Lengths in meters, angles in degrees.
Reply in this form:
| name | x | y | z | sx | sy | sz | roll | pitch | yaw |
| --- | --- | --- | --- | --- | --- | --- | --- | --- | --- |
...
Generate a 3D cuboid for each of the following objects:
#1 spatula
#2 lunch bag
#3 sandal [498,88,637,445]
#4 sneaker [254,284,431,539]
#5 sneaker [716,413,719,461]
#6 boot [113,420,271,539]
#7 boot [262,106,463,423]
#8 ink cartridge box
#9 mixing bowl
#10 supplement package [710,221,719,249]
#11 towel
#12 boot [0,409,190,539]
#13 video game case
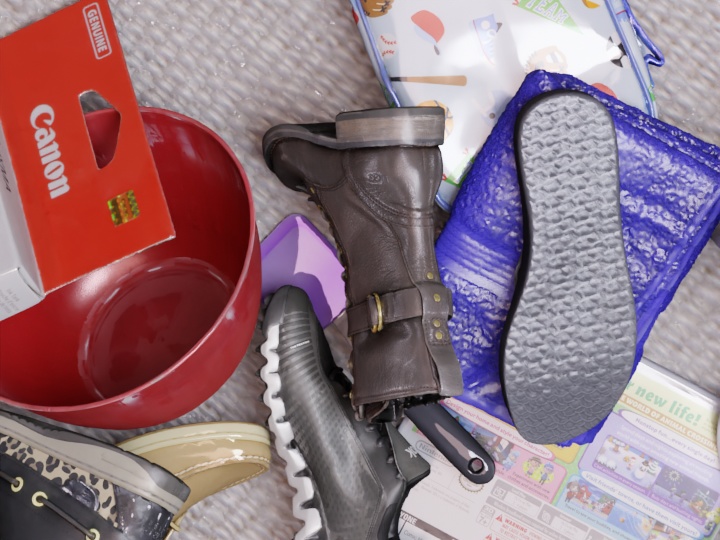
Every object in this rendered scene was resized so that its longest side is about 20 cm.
| name | x | y | z | sx | sy | sz | roll | pitch | yaw |
| --- | --- | --- | --- | --- | --- | --- | --- | --- | --- |
| spatula | 0.009 | 0.054 | 1.704 | 0.057 | 0.021 | 0.200 | -45 | 75 | 7 |
| lunch bag | 0.087 | -0.133 | 1.671 | 0.160 | 0.076 | 0.201 | -22 | 92 | 2 |
| sandal | 0.117 | -0.002 | 1.598 | 0.076 | 0.043 | 0.201 | 2 | 100 | -7 |
| sneaker | -0.005 | 0.103 | 1.684 | 0.090 | 0.066 | 0.201 | -11 | 91 | 10 |
| sneaker | 0.284 | 0.142 | 1.668 | 0.200 | 0.081 | 0.075 | 52 | 136 | -7 |
| boot | -0.131 | 0.183 | 1.678 | 0.199 | 0.073 | 0.156 | -20 | 66 | 9 |
| boot | 0.000 | 0.000 | 1.621 | 0.069 | 0.200 | 0.175 | -3 | 88 | -22 |
| ink cartridge box | -0.212 | -0.067 | 1.649 | 0.173 | 0.044 | 0.200 | -25 | 54 | 9 |
| mixing bowl | -0.134 | 0.016 | 1.658 | 0.199 | 0.108 | 0.201 | -11 | 58 | 17 |
| supplement package | 0.282 | -0.016 | 1.604 | 0.120 | 0.200 | 0.121 | 45 | 96 | -1 |
| towel | 0.116 | -0.003 | 1.635 | 0.147 | 0.050 | 0.200 | 24 | 109 | -14 |
| boot | -0.209 | 0.162 | 1.636 | 0.203 | 0.073 | 0.154 | 13 | 76 | 29 |
| video game case | 0.118 | 0.127 | 1.714 | 0.199 | 0.022 | 0.183 | 28 | 96 | 2 |
